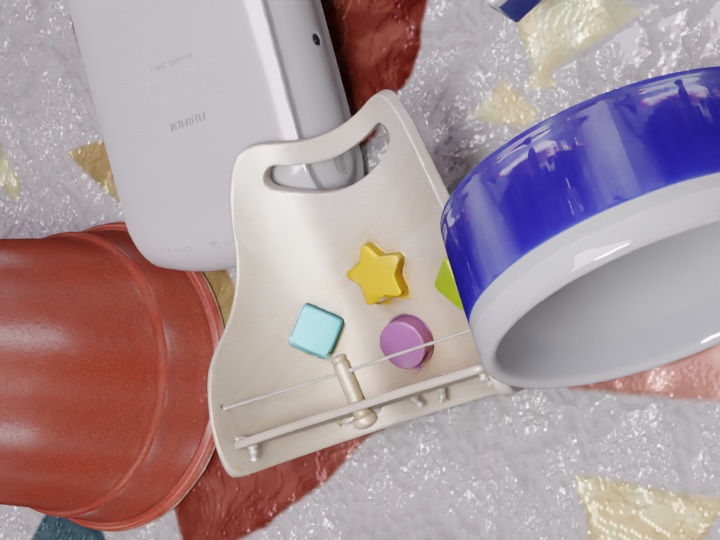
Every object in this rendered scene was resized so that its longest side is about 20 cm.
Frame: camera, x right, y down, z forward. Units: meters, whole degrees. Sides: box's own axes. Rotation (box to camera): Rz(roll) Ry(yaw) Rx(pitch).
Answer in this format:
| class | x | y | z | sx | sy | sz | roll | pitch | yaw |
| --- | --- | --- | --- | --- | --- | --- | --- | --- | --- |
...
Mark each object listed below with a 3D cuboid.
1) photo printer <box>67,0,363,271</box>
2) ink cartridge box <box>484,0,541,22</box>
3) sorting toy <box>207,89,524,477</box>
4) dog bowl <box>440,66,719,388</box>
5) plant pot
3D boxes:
| class | x | y | z | sx | sy | sz | roll | pitch | yaw |
| --- | --- | --- | --- | --- | --- | --- | --- | --- | --- |
| photo printer | -0.087 | -0.103 | 1.414 | 0.165 | 0.069 | 0.202 | -15 | 89 | 37 |
| ink cartridge box | 0.101 | -0.275 | 1.299 | 0.196 | 0.043 | 0.201 | -41 | 61 | 15 |
| sorting toy | 0.000 | 0.000 | 1.310 | 0.199 | 0.107 | 0.182 | -19 | 88 | 35 |
| dog bowl | 0.143 | -0.018 | 1.165 | 0.199 | 0.199 | 0.079 | -32 | 66 | 31 |
| plant pot | -0.218 | 0.062 | 1.440 | 0.199 | 0.195 | 0.203 | -4 | 83 | 37 |
